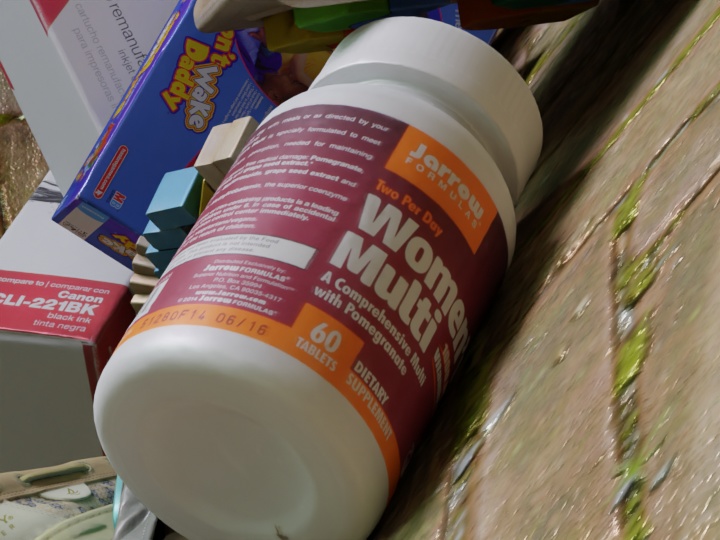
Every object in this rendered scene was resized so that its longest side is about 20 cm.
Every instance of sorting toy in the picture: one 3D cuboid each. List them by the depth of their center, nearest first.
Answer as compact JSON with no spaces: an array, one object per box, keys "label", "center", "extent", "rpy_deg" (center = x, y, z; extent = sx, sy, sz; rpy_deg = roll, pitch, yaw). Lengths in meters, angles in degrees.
[{"label":"sorting toy","center":[0.033,-0.118,1.134],"extent":[0.200,0.184,0.037],"rpy_deg":[-169,71,-78]}]

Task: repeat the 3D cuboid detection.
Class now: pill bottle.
[{"label":"pill bottle","center":[-0.008,0.002,0.986],"extent":[0.110,0.109,0.200],"rpy_deg":[-43,13,48]}]

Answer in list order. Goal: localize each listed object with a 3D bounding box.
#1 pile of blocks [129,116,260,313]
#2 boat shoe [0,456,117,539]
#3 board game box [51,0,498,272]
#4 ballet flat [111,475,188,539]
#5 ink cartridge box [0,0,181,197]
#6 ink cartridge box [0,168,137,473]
[{"label":"pile of blocks","center":[-0.068,0.016,1.152],"extent":[0.200,0.082,0.062],"rpy_deg":[93,-163,-54]},{"label":"boat shoe","center":[-0.117,0.104,1.180],"extent":[0.073,0.063,0.200],"rpy_deg":[-48,-10,11]},{"label":"board game box","center":[-0.034,-0.073,1.250],"extent":[0.200,0.134,0.045],"rpy_deg":[-62,12,-22]},{"label":"ballet flat","center":[-0.070,0.118,1.055],"extent":[0.063,0.068,0.200],"rpy_deg":[-10,25,15]},{"label":"ink cartridge box","center":[-0.076,-0.138,1.326],"extent":[0.200,0.145,0.083],"rpy_deg":[-23,-10,-26]},{"label":"ink cartridge box","center":[-0.122,0.030,1.352],"extent":[0.200,0.083,0.145],"rpy_deg":[-64,-26,-51]}]
